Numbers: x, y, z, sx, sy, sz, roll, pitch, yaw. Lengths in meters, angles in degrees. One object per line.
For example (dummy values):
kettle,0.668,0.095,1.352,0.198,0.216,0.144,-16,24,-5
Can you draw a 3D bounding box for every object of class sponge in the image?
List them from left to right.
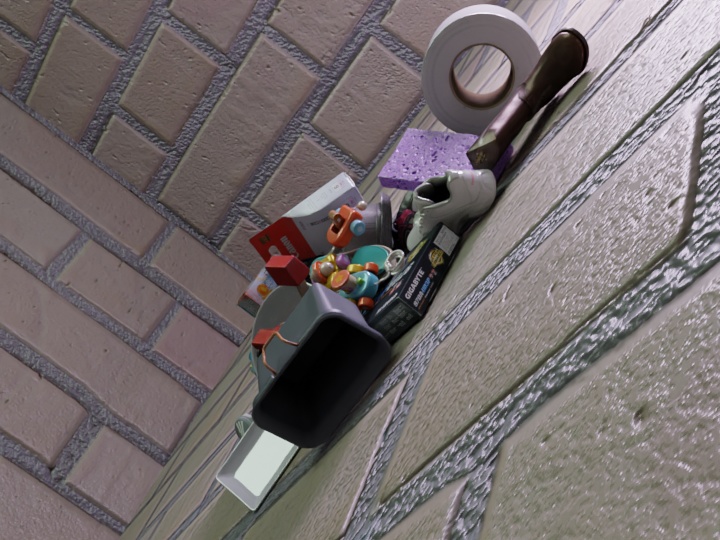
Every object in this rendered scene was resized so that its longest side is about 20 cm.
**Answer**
sponge,0.131,-0.168,1.664,0.198,0.030,0.112,11,56,38

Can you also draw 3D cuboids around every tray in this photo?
tray,-0.135,0.270,1.665,0.107,0.022,0.201,28,80,42

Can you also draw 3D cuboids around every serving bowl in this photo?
serving bowl,-0.087,0.120,1.738,0.065,0.201,0.201,7,-50,-50

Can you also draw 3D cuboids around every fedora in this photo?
fedora,0.005,-0.040,1.770,0.200,0.089,0.179,95,176,-75

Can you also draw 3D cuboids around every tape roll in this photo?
tape roll,0.203,-0.333,1.774,0.203,0.202,0.139,-51,6,18

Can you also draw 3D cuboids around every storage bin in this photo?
storage bin,-0.074,0.118,1.488,0.201,0.145,0.135,-53,27,15

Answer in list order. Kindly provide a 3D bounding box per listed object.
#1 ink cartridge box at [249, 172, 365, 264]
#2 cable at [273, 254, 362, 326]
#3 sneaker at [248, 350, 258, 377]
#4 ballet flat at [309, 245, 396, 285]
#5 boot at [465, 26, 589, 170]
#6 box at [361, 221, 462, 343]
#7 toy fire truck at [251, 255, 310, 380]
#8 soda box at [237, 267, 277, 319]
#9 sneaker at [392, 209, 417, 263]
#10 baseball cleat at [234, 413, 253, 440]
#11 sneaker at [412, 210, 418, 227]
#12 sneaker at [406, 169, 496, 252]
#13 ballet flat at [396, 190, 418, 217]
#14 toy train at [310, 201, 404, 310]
ink cartridge box,-0.071,-0.055,1.837,0.199,0.057,0.163,-38,-38,-4
cable,-0.068,0.057,1.841,0.201,0.162,0.051,-60,-5,-12
sneaker,-0.144,0.194,1.825,0.080,0.130,0.200,-50,8,14
ballet flat,0.000,0.000,1.663,0.199,0.062,0.068,-1,61,50
boot,0.237,-0.240,1.542,0.200,0.064,0.187,-46,-9,-23
box,0.058,0.038,1.561,0.160,0.046,0.200,-58,8,-36
toy fire truck,-0.096,0.091,1.621,0.048,0.201,0.142,0,47,42
soda box,-0.118,0.086,1.885,0.069,0.199,0.064,-55,6,-28
sneaker,0.082,-0.065,1.804,0.081,0.074,0.200,-55,6,-13
baseball cleat,-0.206,0.310,1.933,0.107,0.069,0.200,-56,6,-24
sneaker,0.144,-0.130,1.716,0.087,0.073,0.201,-46,14,40
sneaker,0.110,-0.093,1.567,0.200,0.098,0.079,-49,37,45
ballet flat,0.135,-0.151,1.919,0.201,0.068,0.068,-55,15,-3
toy train,-0.020,-0.024,1.603,0.151,0.055,0.200,-56,36,7
